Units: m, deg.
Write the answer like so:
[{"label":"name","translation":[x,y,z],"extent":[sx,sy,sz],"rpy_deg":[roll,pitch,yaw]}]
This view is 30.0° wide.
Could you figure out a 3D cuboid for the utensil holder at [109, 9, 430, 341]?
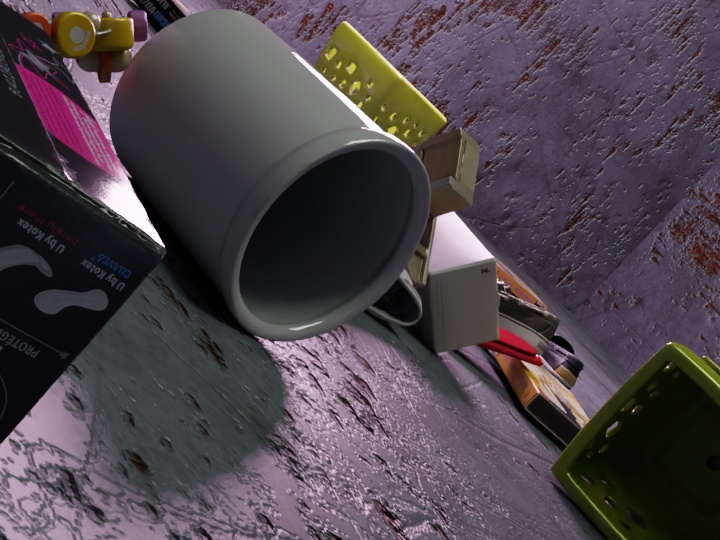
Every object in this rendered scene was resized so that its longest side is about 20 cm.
[{"label":"utensil holder","translation":[-0.072,-0.074,0.987],"extent":[0.200,0.170,0.170],"rpy_deg":[45,8,37]}]

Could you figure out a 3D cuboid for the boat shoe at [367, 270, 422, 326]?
[{"label":"boat shoe","translation":[0.000,0.000,1.352],"extent":[0.069,0.072,0.200],"rpy_deg":[50,1,41]}]

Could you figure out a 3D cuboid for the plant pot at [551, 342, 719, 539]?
[{"label":"plant pot","translation":[0.358,0.211,1.441],"extent":[0.200,0.199,0.181],"rpy_deg":[48,19,22]}]

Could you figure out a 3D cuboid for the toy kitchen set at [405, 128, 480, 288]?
[{"label":"toy kitchen set","translation":[-0.005,-0.086,1.460],"extent":[0.180,0.198,0.165],"rpy_deg":[37,51,-38]}]

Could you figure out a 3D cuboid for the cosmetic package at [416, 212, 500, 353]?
[{"label":"cosmetic package","translation":[0.089,-0.002,1.565],"extent":[0.200,0.084,0.109],"rpy_deg":[-123,-156,-60]}]

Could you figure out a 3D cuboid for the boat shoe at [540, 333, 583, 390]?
[{"label":"boat shoe","translation":[0.330,0.140,2.283],"extent":[0.074,0.062,0.200],"rpy_deg":[39,8,-18]}]

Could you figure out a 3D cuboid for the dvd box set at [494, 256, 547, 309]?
[{"label":"dvd box set","translation":[0.333,0.013,3.081],"extent":[0.199,0.029,0.147],"rpy_deg":[38,9,-34]}]

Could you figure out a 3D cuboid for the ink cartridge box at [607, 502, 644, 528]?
[{"label":"ink cartridge box","translation":[0.338,0.318,1.515],"extent":[0.161,0.050,0.199],"rpy_deg":[46,26,13]}]

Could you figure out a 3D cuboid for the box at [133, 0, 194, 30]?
[{"label":"box","translation":[-0.227,-0.323,1.942],"extent":[0.200,0.046,0.159],"rpy_deg":[49,9,37]}]

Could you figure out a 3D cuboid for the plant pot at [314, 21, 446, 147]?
[{"label":"plant pot","translation":[0.007,-0.302,2.474],"extent":[0.199,0.182,0.200],"rpy_deg":[48,9,36]}]

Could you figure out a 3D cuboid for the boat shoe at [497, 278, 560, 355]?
[{"label":"boat shoe","translation":[0.190,0.048,1.905],"extent":[0.199,0.064,0.071],"rpy_deg":[29,-9,23]}]

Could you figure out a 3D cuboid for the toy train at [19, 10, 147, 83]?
[{"label":"toy train","translation":[-0.232,-0.154,0.946],"extent":[0.148,0.056,0.200],"rpy_deg":[0,11,9]}]

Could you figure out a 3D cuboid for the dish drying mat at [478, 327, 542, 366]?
[{"label":"dish drying mat","translation":[0.144,0.074,1.679],"extent":[0.198,0.018,0.077],"rpy_deg":[20,16,-38]}]

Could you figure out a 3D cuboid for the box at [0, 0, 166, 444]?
[{"label":"box","translation":[-0.175,-0.042,0.474],"extent":[0.132,0.115,0.200],"rpy_deg":[36,10,-37]}]

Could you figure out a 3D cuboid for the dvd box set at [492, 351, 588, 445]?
[{"label":"dvd box set","translation":[0.248,0.170,1.754],"extent":[0.146,0.029,0.200],"rpy_deg":[41,9,-17]}]
